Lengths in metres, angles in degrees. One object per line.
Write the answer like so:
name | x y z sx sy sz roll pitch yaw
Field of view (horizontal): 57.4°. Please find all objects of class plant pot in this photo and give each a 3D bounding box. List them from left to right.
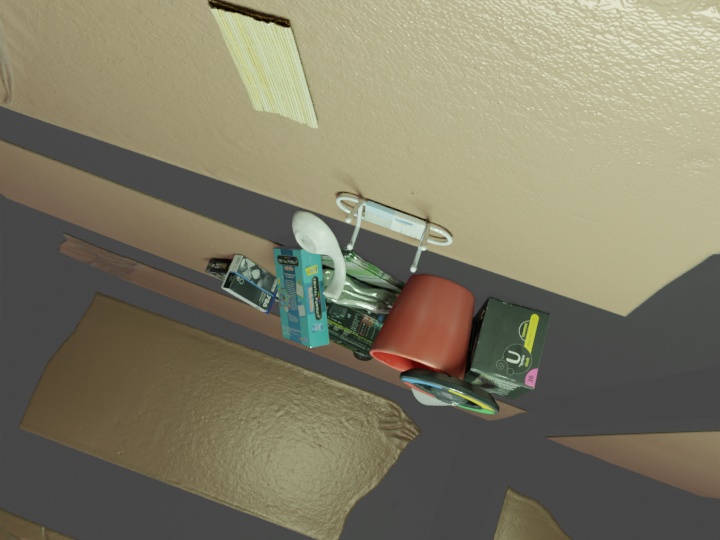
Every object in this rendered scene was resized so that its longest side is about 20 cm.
plant pot | 0.137 0.115 1.310 0.199 0.179 0.201 20 165 6

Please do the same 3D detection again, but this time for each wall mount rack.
wall mount rack | 0.045 -0.060 1.019 0.198 0.075 0.174 19 165 4

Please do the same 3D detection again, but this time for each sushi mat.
sushi mat | -0.105 -0.228 0.754 0.095 0.012 0.200 18 165 10

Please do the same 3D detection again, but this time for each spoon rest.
spoon rest | -0.072 -0.038 1.258 0.099 0.061 0.201 18 143 36

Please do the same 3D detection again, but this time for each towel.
towel | 0.000 0.000 1.404 0.199 0.031 0.149 29 166 -36

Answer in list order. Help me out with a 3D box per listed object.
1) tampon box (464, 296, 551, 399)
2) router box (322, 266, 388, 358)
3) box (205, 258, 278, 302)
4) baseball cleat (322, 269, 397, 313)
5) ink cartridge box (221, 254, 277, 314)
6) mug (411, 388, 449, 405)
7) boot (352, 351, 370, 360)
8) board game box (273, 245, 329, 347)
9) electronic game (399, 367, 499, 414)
tampon box | 0.282 0.160 1.313 0.125 0.151 0.200 16 165 5
router box | -0.027 0.098 1.530 0.199 0.151 0.062 28 164 -23
box | -0.330 0.031 1.917 0.160 0.049 0.199 2 156 47
baseball cleat | -0.016 0.056 1.437 0.198 0.070 0.106 22 168 -4
ink cartridge box | -0.286 0.044 1.800 0.039 0.100 0.200 8 161 37
mug | 0.246 0.306 1.951 0.175 0.148 0.201 -13 114 52
boot | 0.050 0.271 2.200 0.173 0.070 0.200 12 160 35
board game box | -0.127 0.051 1.394 0.047 0.202 0.151 -8 -172 -29
electronic game | 0.169 0.234 1.259 0.198 0.042 0.200 19 165 5
